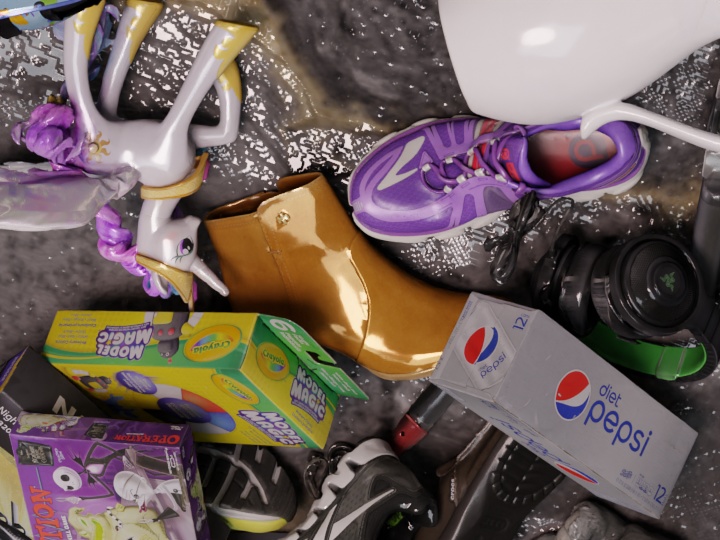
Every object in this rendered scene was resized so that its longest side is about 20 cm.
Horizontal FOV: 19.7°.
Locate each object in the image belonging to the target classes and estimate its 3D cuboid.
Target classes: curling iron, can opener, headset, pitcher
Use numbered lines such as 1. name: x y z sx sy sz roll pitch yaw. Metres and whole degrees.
1. curling iron: 0.030 0.105 1.471 0.050 0.026 0.200 40 115 -14
2. can opener: 0.245 -0.055 1.349 0.053 0.067 0.200 8 130 5
3. headset: 0.153 0.021 1.342 0.123 0.094 0.200 1 145 44
4. pitcher: 0.158 -0.137 1.264 0.199 0.121 0.172 -14 78 11

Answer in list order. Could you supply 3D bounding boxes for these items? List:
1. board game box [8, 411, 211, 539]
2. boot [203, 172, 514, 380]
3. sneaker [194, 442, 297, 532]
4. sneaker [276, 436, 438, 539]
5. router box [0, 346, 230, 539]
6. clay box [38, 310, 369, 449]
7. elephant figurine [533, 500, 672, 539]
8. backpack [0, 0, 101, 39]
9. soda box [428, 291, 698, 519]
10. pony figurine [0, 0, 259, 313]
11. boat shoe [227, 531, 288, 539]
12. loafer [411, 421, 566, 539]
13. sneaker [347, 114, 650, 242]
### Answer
1. board game box: -0.160 0.183 1.398 0.120 0.032 0.200 5 127 17
2. boot: 0.000 0.000 1.401 0.201 0.071 0.144 -10 114 19
3. sneaker: -0.142 0.164 1.511 0.199 0.078 0.090 10 127 10
4. sneaker: -0.019 0.211 1.416 0.200 0.090 0.066 -52 139 -10
5. router box: -0.216 0.165 1.451 0.200 0.052 0.157 44 126 -17
6. clay box: -0.105 0.074 1.406 0.200 0.048 0.115 1 150 34
7. elephant figurine: 0.168 0.265 1.427 0.141 0.200 0.155 44 115 -12
8. backpack: -0.221 -0.217 1.261 0.182 0.200 0.135 -6 115 14
9. soda box: 0.136 0.090 1.364 0.200 0.063 0.068 35 77 -41
10. pony figurine: -0.167 -0.079 1.362 0.193 0.167 0.201 10 102 -3
11. boat shoe: -0.045 0.231 1.527 0.199 0.070 0.066 -9 113 6
12. loafer: 0.086 0.140 1.445 0.073 0.071 0.200 29 98 -42
13. sneaker: 0.085 -0.071 1.336 0.199 0.083 0.081 -14 87 12
